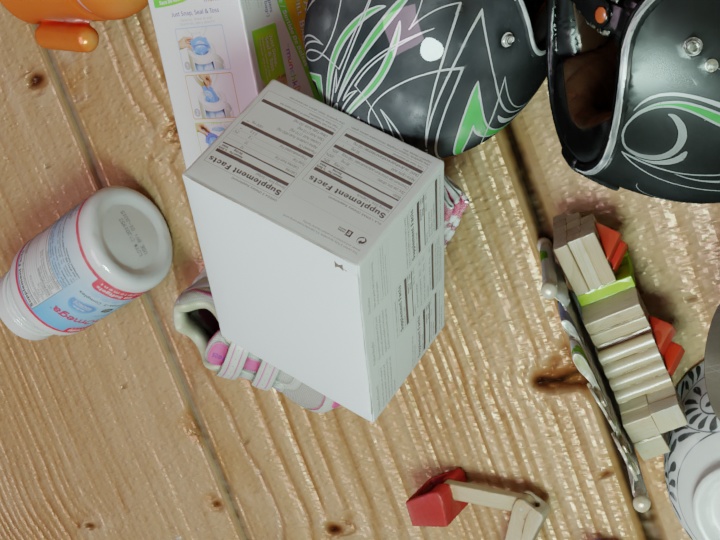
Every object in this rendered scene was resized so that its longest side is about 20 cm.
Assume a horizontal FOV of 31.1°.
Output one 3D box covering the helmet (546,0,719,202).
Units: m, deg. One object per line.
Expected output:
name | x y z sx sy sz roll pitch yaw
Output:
helmet | 0.230 -0.145 0.834 0.188 0.200 0.203 -5 114 -10

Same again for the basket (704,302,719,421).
basket | 0.339 0.065 0.842 0.199 0.181 0.136 6 146 51

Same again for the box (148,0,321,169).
box | -0.100 -0.194 1.103 0.100 0.112 0.203 2 113 35

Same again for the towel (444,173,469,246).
towel | -0.008 -0.031 1.080 0.146 0.030 0.201 40 127 14

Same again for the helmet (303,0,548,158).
helmet | 0.051 -0.178 0.952 0.198 0.190 0.203 15 119 29

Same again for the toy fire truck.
toy fire truck | 0.148 0.249 1.162 0.198 0.049 0.143 -11 103 38

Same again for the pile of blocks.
pile of blocks | 0.214 0.042 1.013 0.061 0.082 0.202 -21 90 18

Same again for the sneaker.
sneaker | -0.104 0.077 1.239 0.199 0.088 0.082 32 125 20

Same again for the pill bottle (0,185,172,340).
pill bottle | -0.289 0.001 1.324 0.199 0.108 0.110 -28 93 40

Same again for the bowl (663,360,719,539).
bowl | 0.309 0.168 0.985 0.199 0.094 0.204 15 119 29

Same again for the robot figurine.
robot figurine | -0.259 -0.285 1.174 0.198 0.145 0.117 5 142 34

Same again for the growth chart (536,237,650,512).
growth chart | 0.183 0.078 1.015 0.018 0.145 0.202 -23 99 13

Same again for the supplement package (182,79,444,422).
supplement package | -0.028 -0.011 0.971 0.154 0.111 0.201 27 148 22
